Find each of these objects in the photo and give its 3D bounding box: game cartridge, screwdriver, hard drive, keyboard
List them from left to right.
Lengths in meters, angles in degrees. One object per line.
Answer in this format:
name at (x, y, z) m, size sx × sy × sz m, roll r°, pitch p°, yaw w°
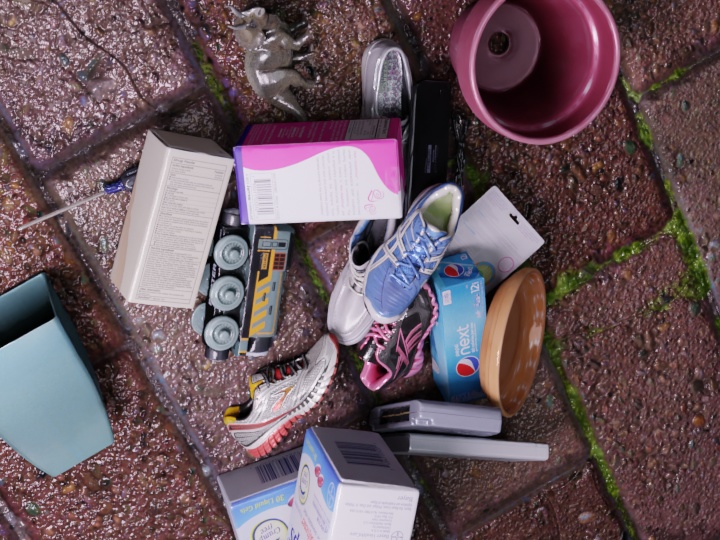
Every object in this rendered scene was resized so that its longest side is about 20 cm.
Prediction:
screwdriver at (-0.330, -0.094, 1.640) m, size 0.199 × 0.028 × 0.029 m, roll -20°, pitch 79°, yaw -9°
keyboard at (0.098, -0.144, 1.716) m, size 0.127 × 0.020 × 0.202 m, roll -5°, pitch 101°, yaw -48°
game cartridge at (0.104, 0.198, 1.758) m, size 0.132 × 0.200 × 0.041 m, roll 12°, pitch 78°, yaw -17°
hard drive at (0.138, 0.241, 1.810) m, size 0.198 × 0.132 × 0.027 m, roll 6°, pitch 80°, yaw -17°

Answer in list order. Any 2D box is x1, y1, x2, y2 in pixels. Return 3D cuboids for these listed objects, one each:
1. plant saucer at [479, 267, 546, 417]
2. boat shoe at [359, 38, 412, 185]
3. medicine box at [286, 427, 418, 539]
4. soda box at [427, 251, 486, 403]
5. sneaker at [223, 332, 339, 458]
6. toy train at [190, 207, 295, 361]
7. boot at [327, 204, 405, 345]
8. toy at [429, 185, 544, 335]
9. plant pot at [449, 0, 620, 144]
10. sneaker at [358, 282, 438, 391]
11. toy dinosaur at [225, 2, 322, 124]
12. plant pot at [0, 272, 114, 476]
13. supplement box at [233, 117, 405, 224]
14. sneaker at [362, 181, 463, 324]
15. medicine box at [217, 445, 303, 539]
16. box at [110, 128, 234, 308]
plant saucer at (0.201, 0.094, 1.777) m, size 0.037 × 0.200 × 0.202 m, roll 11°, pitch 106°, yaw 23°
boat shoe at (0.040, -0.191, 1.693) m, size 0.071 × 0.069 × 0.202 m, roll -1°, pitch 105°, yaw -15°
medicine box at (-0.017, 0.322, 1.643) m, size 0.102 × 0.182 × 0.202 m, roll 8°, pitch 102°, yaw -17°
soda box at (0.128, 0.080, 1.762) m, size 0.064 × 0.068 × 0.201 m, roll -14°, pitch 126°, yaw -11°
sneaker at (-0.101, 0.155, 1.736) m, size 0.082 × 0.078 × 0.200 m, roll 39°, pitch 104°, yaw -15°
toy train at (-0.148, 0.020, 1.697) m, size 0.113 × 0.085 × 0.202 m, roll 1°, pitch 105°, yaw -26°
boot at (0.000, 0.000, 1.712) m, size 0.073 × 0.096 × 0.201 m, roll 22°, pitch 93°, yaw 17°
toy at (0.133, -0.015, 1.781) m, size 0.200 × 0.047 × 0.115 m, roll -43°, pitch 117°, yaw 5°
plant pot at (0.198, -0.270, 1.657) m, size 0.198 × 0.179 × 0.202 m, roll -4°, pitch 106°, yaw -14°
sneaker at (0.040, 0.081, 1.719) m, size 0.095 × 0.079 × 0.201 m, roll -30°, pitch 142°, yaw -33°
toy dinosaur at (-0.105, -0.261, 1.640) m, size 0.101 × 0.077 × 0.201 m, roll -12°, pitch 135°, yaw -4°
plant pot at (-0.393, 0.141, 1.632) m, size 0.141 × 0.141 × 0.201 m, roll -29°, pitch 118°, yaw -6°
supplement box at (-0.047, -0.123, 1.637) m, size 0.198 × 0.103 × 0.102 m, roll -1°, pitch 112°, yaw 6°
sneaker at (0.064, -0.028, 1.627) m, size 0.075 × 0.077 × 0.201 m, roll 28°, pitch 76°, yaw -5°
medicine box at (-0.075, 0.351, 1.795) m, size 0.181 × 0.103 × 0.202 m, roll -18°, pitch 108°, yaw -10°
box at (-0.232, -0.063, 1.631) m, size 0.094 × 0.078 × 0.201 m, roll 9°, pitch 108°, yaw -32°
